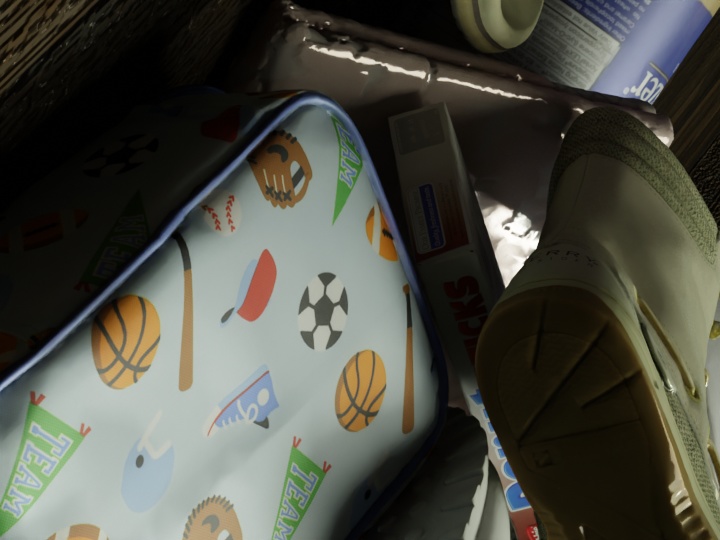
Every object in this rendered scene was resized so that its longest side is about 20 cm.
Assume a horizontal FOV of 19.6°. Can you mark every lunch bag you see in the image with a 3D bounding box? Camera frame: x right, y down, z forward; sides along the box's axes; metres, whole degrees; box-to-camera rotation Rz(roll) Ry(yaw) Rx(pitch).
[{"bbox_3d":[-0.059,0.049,0.621,0.200,0.075,0.160,-45,129,-37],"label":"lunch bag"}]

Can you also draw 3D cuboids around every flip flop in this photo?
[{"bbox_3d":[0.048,-0.128,0.707,0.057,0.081,0.200,-18,170,9],"label":"flip flop"}]

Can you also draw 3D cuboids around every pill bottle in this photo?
[{"bbox_3d":[0.058,-0.075,0.871,0.200,0.112,0.112,-56,171,5],"label":"pill bottle"}]

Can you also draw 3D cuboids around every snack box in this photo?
[{"bbox_3d":[0.049,0.032,0.770,0.024,0.072,0.200,-16,138,6],"label":"snack box"}]

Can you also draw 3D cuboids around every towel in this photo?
[{"bbox_3d":[0.000,0.000,0.791,0.191,0.032,0.200,9,124,-36],"label":"towel"}]

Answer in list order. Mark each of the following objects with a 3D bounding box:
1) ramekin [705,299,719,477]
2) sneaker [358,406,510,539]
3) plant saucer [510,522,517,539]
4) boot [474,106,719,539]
[{"bbox_3d":[0.099,0.025,0.992,0.105,0.200,0.200,-20,166,-4],"label":"ramekin"},{"bbox_3d":[0.026,0.096,0.724,0.076,0.081,0.200,-28,-166,6],"label":"sneaker"},{"bbox_3d":[0.090,0.134,1.062,0.200,0.200,0.050,-46,131,-43],"label":"plant saucer"},{"bbox_3d":[0.101,0.057,0.740,0.155,0.072,0.200,-67,141,-57],"label":"boot"}]
